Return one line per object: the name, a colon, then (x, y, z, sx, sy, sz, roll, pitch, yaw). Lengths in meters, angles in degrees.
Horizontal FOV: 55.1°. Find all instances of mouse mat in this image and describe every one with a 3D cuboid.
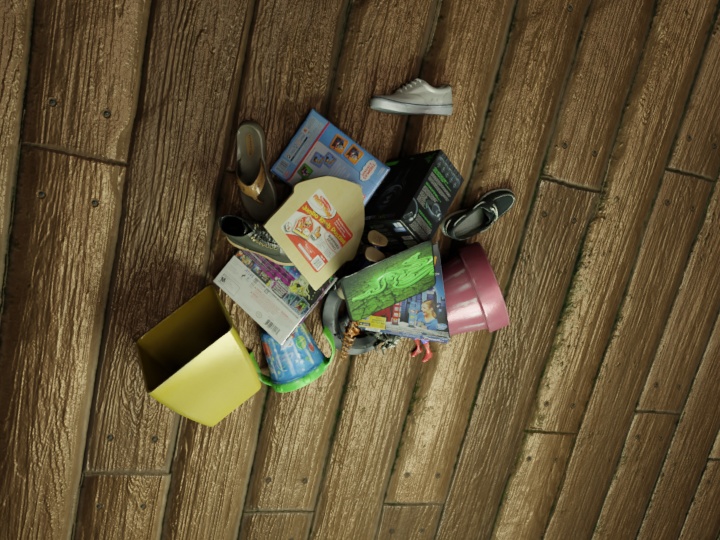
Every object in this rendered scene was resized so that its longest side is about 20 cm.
mouse mat: (0.059, 0.024, 1.369, 0.196, 0.008, 0.162, -24, 144, -7)

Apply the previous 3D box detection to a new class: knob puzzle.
knob puzzle: (-0.073, -0.096, 1.351, 0.215, 0.030, 0.226, -8, 107, -27)

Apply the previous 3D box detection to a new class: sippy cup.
sippy cup: (-0.153, 0.171, 1.497, 0.175, 0.139, 0.133, -27, 105, -20)

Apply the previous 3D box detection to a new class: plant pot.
plant pot: (-0.315, 0.190, 1.405, 0.198, 0.200, 0.178, -36, 124, -6)
plant pot: (0.224, 0.061, 1.578, 0.175, 0.201, 0.203, -22, 116, 5)

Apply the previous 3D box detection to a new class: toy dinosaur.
toy dinosaur: (0.021, 0.110, 1.528, 0.135, 0.102, 0.200, 41, 101, -16)

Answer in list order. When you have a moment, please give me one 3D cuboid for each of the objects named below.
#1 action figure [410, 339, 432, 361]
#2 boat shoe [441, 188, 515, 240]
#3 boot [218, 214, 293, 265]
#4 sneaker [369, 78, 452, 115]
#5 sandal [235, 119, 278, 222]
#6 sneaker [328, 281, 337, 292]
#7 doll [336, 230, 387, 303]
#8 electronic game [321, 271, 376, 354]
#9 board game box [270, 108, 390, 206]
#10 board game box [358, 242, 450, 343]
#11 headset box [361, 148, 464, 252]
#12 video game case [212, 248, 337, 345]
action figure: (0.120, 0.120, 1.615, 0.051, 0.065, 0.204, -28, 118, -25)
boat shoe: (0.283, -0.125, 1.599, 0.197, 0.060, 0.077, -31, 116, -9)
boot: (-0.177, -0.060, 1.345, 0.194, 0.138, 0.080, 7, 84, 2)
sneaker: (0.107, -0.365, 1.451, 0.196, 0.073, 0.073, -5, 101, -29)
sandal: (-0.212, -0.192, 1.369, 0.079, 0.055, 0.205, 1, 109, 12)
sneaker: (-0.143, 0.030, 1.473, 0.195, 0.080, 0.073, -12, 112, -17)
doll: (0.000, 0.000, 1.411, 0.047, 0.139, 0.201, 19, 144, -12)
electronic game: (0.001, 0.093, 1.572, 0.195, 0.041, 0.206, -8, 107, -27)
board game box: (-0.060, -0.203, 1.401, 0.198, 0.037, 0.153, 37, 91, 2)
board game box: (0.103, 0.037, 1.474, 0.194, 0.062, 0.205, 8, 76, 1)
headset box: (0.097, -0.145, 1.426, 0.093, 0.172, 0.202, 44, 64, -29)
video game case: (-0.175, 0.019, 1.427, 0.199, 0.036, 0.182, 40, 90, 5)
